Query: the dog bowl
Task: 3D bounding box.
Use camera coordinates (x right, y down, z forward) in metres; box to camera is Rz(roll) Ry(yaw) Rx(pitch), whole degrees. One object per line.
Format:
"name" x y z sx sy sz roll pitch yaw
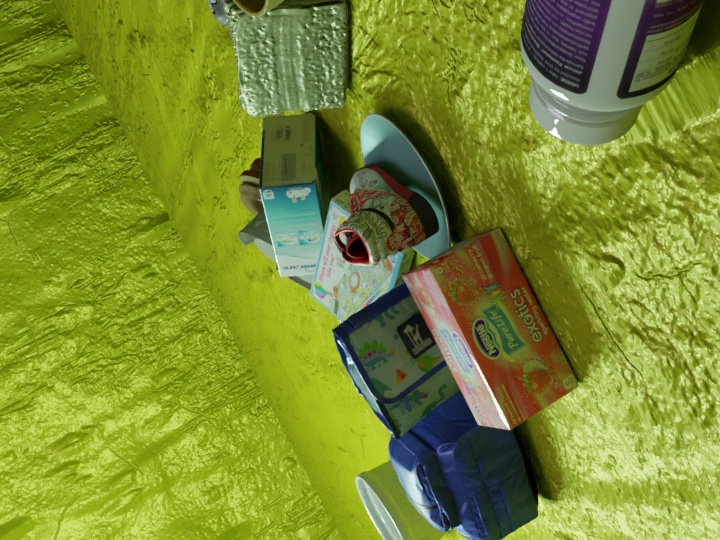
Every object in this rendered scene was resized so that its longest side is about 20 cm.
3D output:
"dog bowl" -0.109 -0.030 1.678 0.199 0.059 0.200 32 169 7

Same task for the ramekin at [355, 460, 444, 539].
"ramekin" 0.085 0.465 1.959 0.201 0.104 0.201 54 163 25

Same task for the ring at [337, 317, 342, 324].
"ring" 0.041 0.115 1.541 0.199 0.019 0.201 29 148 20

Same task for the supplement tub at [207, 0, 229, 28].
"supplement tub" -0.148 -0.390 1.231 0.122 0.122 0.201 28 144 62

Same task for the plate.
"plate" 0.062 -0.105 1.232 0.201 0.025 0.201 53 161 27

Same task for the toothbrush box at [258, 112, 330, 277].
"toothbrush box" -0.093 -0.110 1.488 0.201 0.084 0.147 80 -174 -51

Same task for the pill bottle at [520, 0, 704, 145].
"pill bottle" 0.163 -0.176 0.648 0.112 0.111 0.201 53 162 26

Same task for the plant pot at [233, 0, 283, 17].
"plant pot" -0.084 -0.381 1.013 0.201 0.141 0.201 53 161 26

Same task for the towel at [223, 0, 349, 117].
"towel" -0.085 -0.268 1.222 0.201 0.147 0.037 87 176 -56

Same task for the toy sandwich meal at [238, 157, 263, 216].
"toy sandwich meal" -0.125 -0.112 1.702 0.204 0.071 0.205 31 169 7

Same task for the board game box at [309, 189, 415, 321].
"board game box" 0.000 0.000 1.425 0.134 0.034 0.201 38 140 20

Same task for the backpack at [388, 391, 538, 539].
"backpack" 0.141 0.277 1.374 0.201 0.167 0.162 64 171 -23

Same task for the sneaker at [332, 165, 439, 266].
"sneaker" 0.004 -0.068 1.232 0.201 0.107 0.068 36 151 57

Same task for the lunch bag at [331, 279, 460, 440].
"lunch bag" 0.063 0.090 1.252 0.127 0.169 0.201 46 166 41

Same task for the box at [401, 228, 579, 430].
"box" 0.144 0.067 1.125 0.201 0.102 0.095 63 164 -3
